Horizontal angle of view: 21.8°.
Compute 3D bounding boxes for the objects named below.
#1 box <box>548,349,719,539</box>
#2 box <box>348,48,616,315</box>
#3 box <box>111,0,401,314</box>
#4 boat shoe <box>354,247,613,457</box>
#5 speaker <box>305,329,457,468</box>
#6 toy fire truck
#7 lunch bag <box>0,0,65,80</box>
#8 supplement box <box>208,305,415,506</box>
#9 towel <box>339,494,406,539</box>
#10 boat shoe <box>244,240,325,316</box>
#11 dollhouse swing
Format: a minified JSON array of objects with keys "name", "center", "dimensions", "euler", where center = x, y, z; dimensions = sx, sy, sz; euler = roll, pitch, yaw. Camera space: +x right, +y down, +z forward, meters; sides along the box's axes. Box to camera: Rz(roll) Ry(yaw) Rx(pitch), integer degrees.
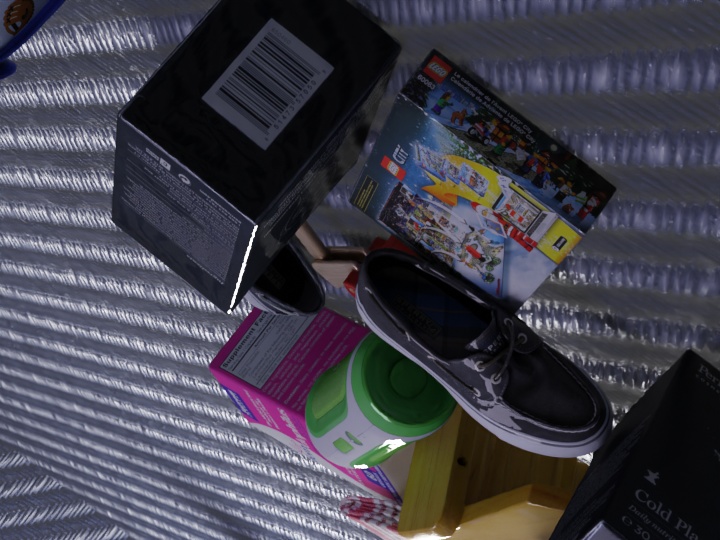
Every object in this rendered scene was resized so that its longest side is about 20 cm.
[{"name":"box","center":[0.220,0.191,1.139],"dimensions":[0.199,0.197,0.124],"euler":[38,126,2]},{"name":"box","center":[0.070,-0.047,1.167],"dimensions":[0.136,0.038,0.200],"euler":[38,161,3]},{"name":"box","center":[-0.070,-0.083,1.178],"dimensions":[0.107,0.149,0.200],"euler":[37,161,4]},{"name":"boat shoe","center":[0.079,0.048,1.220],"dimensions":[0.199,0.070,0.066],"euler":[38,165,18]},{"name":"speaker","center":[0.014,0.094,1.369],"dimensions":[0.088,0.089,0.200],"euler":[39,162,-1]},{"name":"toy fire truck","center":[0.000,0.000,1.393],"dimensions":[0.140,0.049,0.201],"euler":[26,159,34]},{"name":"lunch bag","center":[-0.285,-0.200,1.233],"dimensions":[0.169,0.201,0.124],"euler":[19,154,42]},{"name":"supplement box","center":[-0.016,0.106,1.589],"dimensions":[0.199,0.104,0.101],"euler":[26,159,38]},{"name":"towel","center":[0.092,0.232,1.526],"dimensions":[0.199,0.030,0.146],"euler":[10,159,49]},{"name":"boat shoe","center":[-0.098,-0.028,1.477],"dimensions":[0.068,0.072,0.200],"euler":[19,155,50]},{"name":"dollhouse swing","center":[0.160,0.160,1.352],"dimensions":[0.199,0.183,0.176],"euler":[30,137,-17]}]
